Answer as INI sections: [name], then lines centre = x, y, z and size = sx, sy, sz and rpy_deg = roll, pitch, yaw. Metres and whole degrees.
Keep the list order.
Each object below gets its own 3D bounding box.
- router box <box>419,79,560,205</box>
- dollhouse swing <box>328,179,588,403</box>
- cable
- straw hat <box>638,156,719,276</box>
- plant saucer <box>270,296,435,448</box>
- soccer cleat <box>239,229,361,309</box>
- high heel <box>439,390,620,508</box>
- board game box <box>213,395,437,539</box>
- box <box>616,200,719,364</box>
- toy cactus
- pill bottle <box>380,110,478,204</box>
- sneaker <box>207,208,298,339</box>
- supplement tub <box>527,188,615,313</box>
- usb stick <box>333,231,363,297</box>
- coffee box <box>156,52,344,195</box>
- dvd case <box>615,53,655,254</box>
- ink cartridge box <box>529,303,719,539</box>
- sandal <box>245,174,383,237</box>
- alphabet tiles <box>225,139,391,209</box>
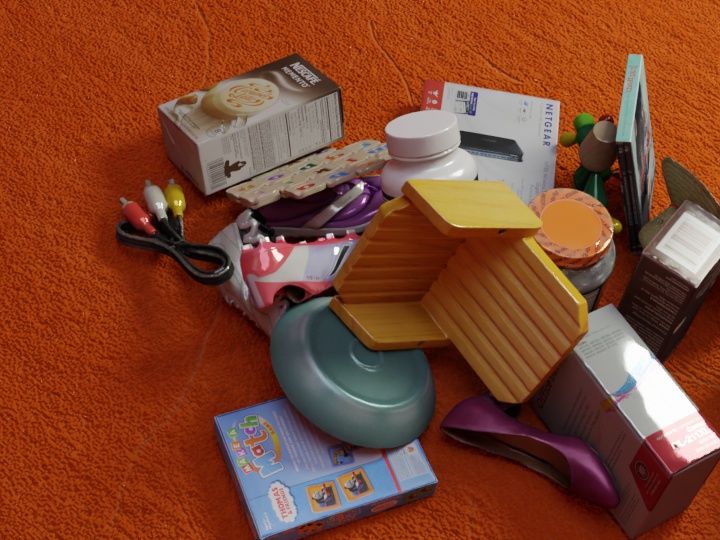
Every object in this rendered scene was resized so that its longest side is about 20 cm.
[router box]
centre = 0.155, -0.142, 1.700
size = 0.179, 0.049, 0.201
rpy_deg = 9, 54, 1
[dollhouse swing]
centre = 0.101, 0.038, 1.403
size = 0.181, 0.200, 0.176
rpy_deg = -1, 52, -35
[cable]
centre = -0.222, -0.041, 1.558
size = 0.097, 0.050, 0.200
rpy_deg = -25, 38, -18
[straw hat]
centre = 0.375, -0.030, 1.587
size = 0.085, 0.201, 0.201
rpy_deg = -30, 60, 0
[plant saucer]
centre = 0.000, 0.099, 1.458
size = 0.199, 0.036, 0.200
rpy_deg = 18, 43, -18
[soccer cleat]
centre = -0.051, -0.001, 1.507
size = 0.200, 0.067, 0.077
rpy_deg = -4, 81, -45
[high heel]
centre = 0.179, 0.204, 1.442
size = 0.096, 0.068, 0.200
rpy_deg = -29, 48, -31
[board game box]
centre = -0.039, 0.198, 1.440
size = 0.199, 0.037, 0.152
rpy_deg = -14, 57, -18
[box]
centre = 0.339, 0.028, 1.503
size = 0.075, 0.200, 0.100
rpy_deg = 35, 58, 16
[toy cactus]
centre = 0.287, -0.117, 1.627
size = 0.102, 0.165, 0.201
rpy_deg = 13, 63, 3
[pill bottle]
centre = 0.083, -0.074, 1.536
size = 0.111, 0.201, 0.112
rpy_deg = -8, 26, 4
[sneaker]
centre = -0.113, 0.030, 1.543
size = 0.081, 0.075, 0.201
rpy_deg = -28, 66, 9
[supplement tub]
centre = 0.212, 0.008, 1.503
size = 0.122, 0.200, 0.123
rpy_deg = 3, 52, -4
[usb stick]
centre = 0.000, 0.000, 1.592
size = 0.055, 0.033, 0.201
rpy_deg = 12, 53, -6
[coffee box]
centre = -0.133, -0.183, 1.663
size = 0.199, 0.080, 0.114
rpy_deg = -25, 43, -22
[dvd case]
centre = 0.333, -0.138, 1.627
size = 0.022, 0.200, 0.146
rpy_deg = 2, 51, 18
[ink cartridge box]
centre = 0.277, 0.158, 1.435
size = 0.083, 0.146, 0.200
rpy_deg = -22, 60, -22
[sandal]
centre = -0.042, -0.081, 1.607
size = 0.202, 0.050, 0.083
rpy_deg = -11, 52, 5
[alphabet tiles]
centre = -0.057, -0.116, 1.611
size = 0.199, 0.015, 0.195
rpy_deg = -21, 18, -21
